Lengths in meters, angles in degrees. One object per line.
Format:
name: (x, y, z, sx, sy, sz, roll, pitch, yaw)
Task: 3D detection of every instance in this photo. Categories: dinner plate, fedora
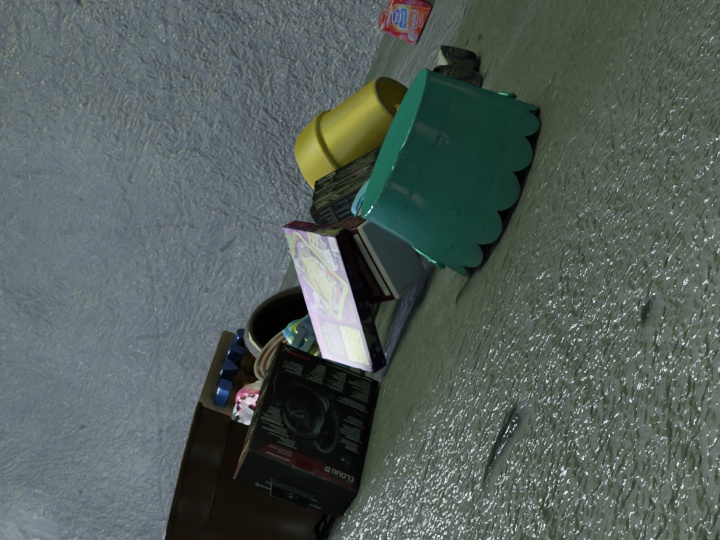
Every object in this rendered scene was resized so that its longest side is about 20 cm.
dinner plate: (-0.083, 0.129, 1.812, 0.197, 0.024, 0.201, -22, 26, 11)
fedora: (-0.104, 0.117, 1.944, 0.091, 0.197, 0.178, 81, 163, -46)

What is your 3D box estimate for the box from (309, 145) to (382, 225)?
box: (0.016, -0.144, 1.756, 0.198, 0.044, 0.161, -27, 21, 12)

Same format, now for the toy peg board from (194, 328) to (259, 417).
toy peg board: (-0.172, 0.186, 1.986, 0.202, 0.196, 0.099, -77, 9, -49)

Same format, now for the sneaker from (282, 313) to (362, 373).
sneaker: (-0.064, 0.145, 1.627, 0.202, 0.129, 0.080, -77, 13, -45)

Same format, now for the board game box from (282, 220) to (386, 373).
board game box: (-0.035, 0.034, 1.474, 0.032, 0.203, 0.119, -32, 27, -36)

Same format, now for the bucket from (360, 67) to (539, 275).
bucket: (0.094, -0.114, 1.217, 0.207, 0.133, 0.210, -156, 90, -82)

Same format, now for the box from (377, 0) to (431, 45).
box: (0.104, -0.613, 2.635, 0.200, 0.094, 0.101, -92, 27, -72)

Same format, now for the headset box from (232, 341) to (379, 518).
headset box: (-0.069, 0.212, 1.419, 0.078, 0.147, 0.202, 119, 169, -45)

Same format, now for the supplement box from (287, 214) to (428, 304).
supplement box: (-0.007, -0.011, 1.484, 0.061, 0.110, 0.199, -36, 13, -32)

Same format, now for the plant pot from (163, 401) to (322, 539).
plant pot: (-0.148, 0.299, 1.483, 0.200, 0.195, 0.204, -166, 90, -85)

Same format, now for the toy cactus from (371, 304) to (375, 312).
toy cactus: (0.000, 0.000, 1.724, 0.199, 0.101, 0.168, -15, 69, 54)

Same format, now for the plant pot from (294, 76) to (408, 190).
plant pot: (0.016, -0.223, 1.904, 0.189, 0.200, 0.202, -44, 20, 33)

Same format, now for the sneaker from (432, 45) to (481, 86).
sneaker: (0.137, -0.266, 1.635, 0.201, 0.073, 0.088, -69, -7, -61)

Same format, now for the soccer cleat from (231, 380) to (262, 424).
soccer cleat: (-0.167, 0.208, 1.814, 0.087, 0.069, 0.200, -59, 4, -29)

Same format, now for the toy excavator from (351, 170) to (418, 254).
toy excavator: (0.015, -0.060, 1.598, 0.197, 0.099, 0.199, -67, 20, -7)
